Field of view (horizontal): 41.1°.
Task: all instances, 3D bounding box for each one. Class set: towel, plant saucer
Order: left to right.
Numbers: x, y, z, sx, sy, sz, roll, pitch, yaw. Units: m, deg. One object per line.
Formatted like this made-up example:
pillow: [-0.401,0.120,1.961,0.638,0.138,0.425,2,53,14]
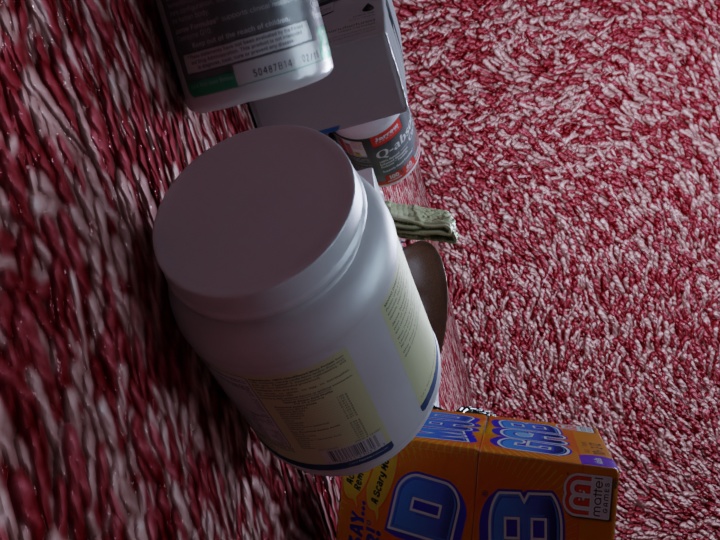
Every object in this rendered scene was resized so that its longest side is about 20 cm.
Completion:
plant saucer: [0.045,0.062,1.151,0.200,0.036,0.204,-169,-90,-69]
towel: [0.060,-0.069,1.308,0.200,0.145,0.037,-72,169,-82]

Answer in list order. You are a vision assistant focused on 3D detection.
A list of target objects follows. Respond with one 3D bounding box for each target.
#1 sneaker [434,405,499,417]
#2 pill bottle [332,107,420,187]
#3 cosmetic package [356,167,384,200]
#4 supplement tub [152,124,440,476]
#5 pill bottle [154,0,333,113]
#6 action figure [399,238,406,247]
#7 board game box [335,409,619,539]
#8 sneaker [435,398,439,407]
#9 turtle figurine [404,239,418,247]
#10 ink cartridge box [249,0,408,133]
sneaker: [0.103,0.217,1.207,0.076,0.197,0.092,24,-80,60]
pill bottle: [0.013,-0.213,1.339,0.200,0.114,0.118,60,19,-61]
cosmetic package: [0.000,0.000,1.073,0.113,0.080,0.203,66,13,-51]
supplement tub: [-0.034,0.024,0.605,0.201,0.142,0.147,66,14,-50]
pill bottle: [-0.095,-0.221,0.665,0.113,0.111,0.203,-75,151,-72]
action figure: [0.065,0.008,1.522,0.131,0.068,0.203,-77,151,-59]
board game box: [0.091,0.229,0.769,0.200,0.196,0.204,7,88,-80]
sneaker: [0.085,0.191,1.415,0.087,0.073,0.202,79,11,-49]
turtle figurine: [0.055,0.034,1.339,0.201,0.099,0.152,74,7,-58]
ink cartridge box: [-0.034,-0.219,0.955,0.201,0.142,0.085,-91,164,-55]
